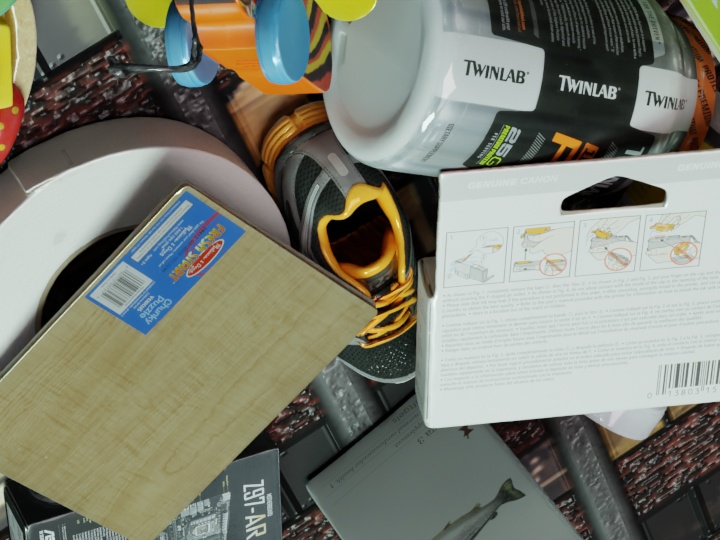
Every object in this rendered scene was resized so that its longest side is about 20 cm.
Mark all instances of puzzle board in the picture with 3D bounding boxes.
[{"bbox_3d":[-0.108,0.053,1.215,0.150,0.017,0.200,33,109,-36],"label":"puzzle board"}]

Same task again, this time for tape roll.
[{"bbox_3d":[-0.133,0.012,1.224,0.201,0.037,0.204,-15,127,-20],"label":"tape roll"}]

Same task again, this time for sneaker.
[{"bbox_3d":[0.000,0.000,1.268,0.078,0.077,0.201,-33,133,-9],"label":"sneaker"}]

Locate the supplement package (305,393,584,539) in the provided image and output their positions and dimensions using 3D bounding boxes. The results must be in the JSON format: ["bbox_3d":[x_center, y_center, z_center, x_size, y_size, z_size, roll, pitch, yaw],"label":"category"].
[{"bbox_3d":[0.075,0.180,1.353,0.117,0.200,0.117,-39,132,-1],"label":"supplement package"}]

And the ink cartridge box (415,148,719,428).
[{"bbox_3d":[0.132,0.000,1.245,0.198,0.045,0.177,-5,125,-8],"label":"ink cartridge box"}]

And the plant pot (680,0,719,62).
[{"bbox_3d":[0.240,-0.210,1.154,0.181,0.201,0.199,-29,160,0],"label":"plant pot"}]

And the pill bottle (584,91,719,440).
[{"bbox_3d":[0.196,0.000,1.359,0.111,0.112,0.201,20,109,-38],"label":"pill bottle"}]

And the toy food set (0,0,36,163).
[{"bbox_3d":[-0.249,-0.095,1.075,0.198,0.049,0.199,-13,127,-22],"label":"toy food set"}]

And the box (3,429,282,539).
[{"bbox_3d":[-0.125,0.194,1.350,0.159,0.044,0.201,-17,128,-20],"label":"box"}]

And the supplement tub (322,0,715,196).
[{"bbox_3d":[0.089,-0.106,1.216,0.199,0.123,0.123,5,118,-33],"label":"supplement tub"}]

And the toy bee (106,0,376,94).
[{"bbox_3d":[-0.055,-0.145,1.102,0.130,0.200,0.110,1,91,-2],"label":"toy bee"}]
